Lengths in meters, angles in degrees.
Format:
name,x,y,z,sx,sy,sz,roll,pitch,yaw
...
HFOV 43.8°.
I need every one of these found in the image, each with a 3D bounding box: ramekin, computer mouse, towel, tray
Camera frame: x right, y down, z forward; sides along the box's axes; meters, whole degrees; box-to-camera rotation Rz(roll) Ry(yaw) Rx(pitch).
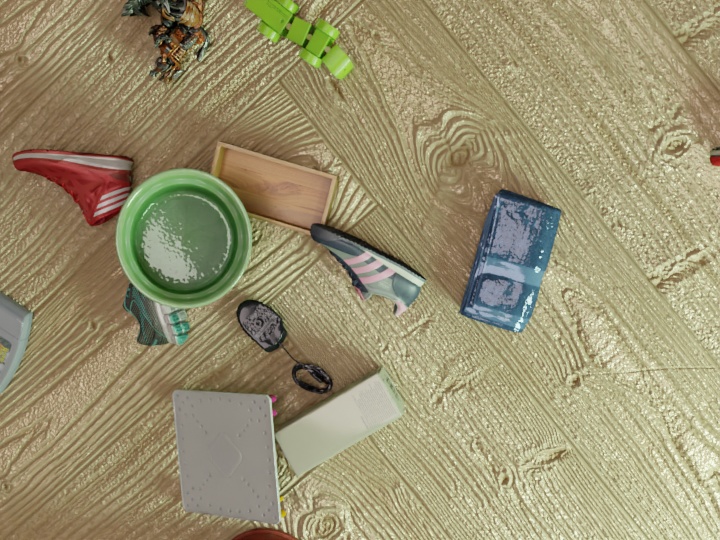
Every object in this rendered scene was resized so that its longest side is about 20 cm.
name,x,y,z,sx,sy,sz,roll,pitch,yaw
ramekin,-0.264,-0.046,1.344,0.196,0.098,0.205,0,89,-12
computer mouse,-0.122,0.124,1.438,0.059,0.034,0.200,-44,94,-7
towel,0.229,-0.014,1.364,0.110,0.049,0.204,16,97,5
tray,-0.140,-0.127,1.410,0.196,0.037,0.101,17,97,5

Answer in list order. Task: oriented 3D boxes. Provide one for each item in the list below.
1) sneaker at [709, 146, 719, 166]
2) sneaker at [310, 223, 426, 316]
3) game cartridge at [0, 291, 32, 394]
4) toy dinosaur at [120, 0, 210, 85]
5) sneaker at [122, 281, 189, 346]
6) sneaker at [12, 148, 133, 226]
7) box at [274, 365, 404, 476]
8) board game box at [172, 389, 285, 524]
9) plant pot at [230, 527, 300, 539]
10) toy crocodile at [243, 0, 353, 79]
name,x,y,z,sx,sy,sz,roll,pitch,yaw
sneaker,0.599,-0.130,1.291,0.196,0.077,0.087,15,103,6
sneaker,0.000,0.000,1.373,0.198,0.070,0.083,29,99,-6
game cartridge,-0.637,0.133,1.504,0.132,0.041,0.202,29,99,0
toy dinosaur,-0.290,-0.398,1.390,0.134,0.102,0.203,22,80,-10
sneaker,-0.347,0.031,1.436,0.090,0.078,0.204,-15,92,13
sneaker,-0.464,-0.131,1.433,0.196,0.078,0.118,4,95,8
box,-0.032,0.237,1.414,0.198,0.068,0.083,-30,91,10
board game box,-0.210,0.292,1.431,0.197,0.026,0.205,-1,96,31
plant pot,-0.167,0.539,1.398,0.196,0.195,0.205,1,96,8
toy crocodile,-0.094,-0.366,1.372,0.198,0.062,0.068,35,100,8
